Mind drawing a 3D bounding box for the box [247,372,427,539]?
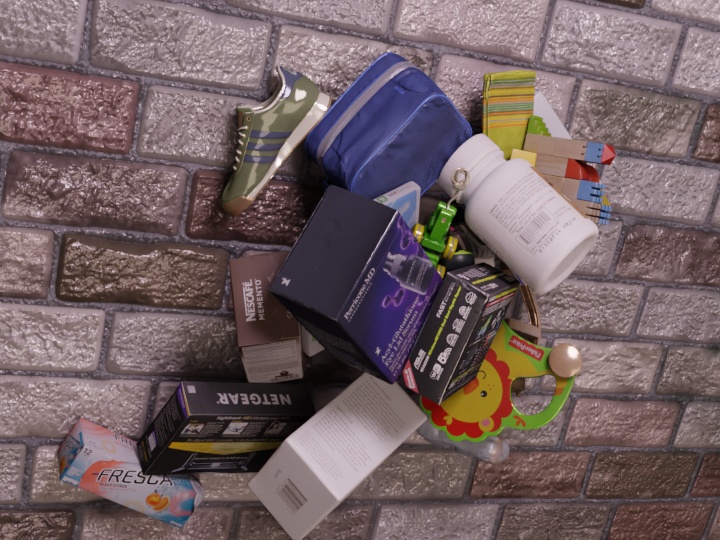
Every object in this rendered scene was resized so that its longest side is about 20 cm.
[{"bbox_3d":[-0.031,0.245,1.469,0.199,0.106,0.153,-36,169,-42],"label":"box"}]

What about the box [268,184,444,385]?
[{"bbox_3d":[0.002,0.020,1.285,0.149,0.103,0.200,-60,148,-13],"label":"box"}]

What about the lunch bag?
[{"bbox_3d":[0.026,-0.168,1.407,0.200,0.132,0.136,-45,143,2],"label":"lunch bag"}]

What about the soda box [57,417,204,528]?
[{"bbox_3d":[-0.315,0.280,1.492,0.199,0.069,0.064,30,104,-30],"label":"soda box"}]

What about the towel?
[{"bbox_3d":[0.204,-0.169,1.480,0.085,0.018,0.204,-10,108,-28],"label":"towel"}]

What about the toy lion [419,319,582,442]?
[{"bbox_3d":[0.186,0.158,1.511,0.198,0.069,0.194,27,87,13],"label":"toy lion"}]

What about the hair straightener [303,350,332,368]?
[{"bbox_3d":[-0.034,0.045,1.504,0.040,0.077,0.203,10,108,-23],"label":"hair straightener"}]

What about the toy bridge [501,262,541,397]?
[{"bbox_3d":[0.235,0.088,1.595,0.066,0.027,0.203,19,65,-31],"label":"toy bridge"}]

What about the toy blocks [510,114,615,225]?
[{"bbox_3d":[0.276,-0.098,1.458,0.099,0.135,0.204,6,97,-48],"label":"toy blocks"}]

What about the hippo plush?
[{"bbox_3d":[0.149,0.185,1.624,0.197,0.159,0.163,20,82,-1],"label":"hippo plush"}]

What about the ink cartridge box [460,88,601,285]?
[{"bbox_3d":[0.234,-0.118,1.546,0.200,0.043,0.197,-48,122,-10],"label":"ink cartridge box"}]

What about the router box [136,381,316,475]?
[{"bbox_3d":[-0.182,0.216,1.472,0.198,0.053,0.158,6,139,-37],"label":"router box"}]

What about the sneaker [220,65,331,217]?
[{"bbox_3d":[-0.132,-0.172,1.384,0.090,0.067,0.201,39,95,-21],"label":"sneaker"}]

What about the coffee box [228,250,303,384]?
[{"bbox_3d":[-0.118,0.065,1.390,0.078,0.200,0.116,-7,70,-4],"label":"coffee box"}]

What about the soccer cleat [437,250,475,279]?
[{"bbox_3d":[0.111,0.040,1.495,0.066,0.082,0.200,-3,154,-23],"label":"soccer cleat"}]

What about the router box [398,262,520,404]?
[{"bbox_3d":[0.130,0.075,1.387,0.062,0.200,0.152,28,102,15],"label":"router box"}]

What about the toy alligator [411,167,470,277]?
[{"bbox_3d":[0.096,-0.048,1.403,0.058,0.054,0.202,20,111,-5],"label":"toy alligator"}]

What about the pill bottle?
[{"bbox_3d":[0.198,-0.077,1.394,0.114,0.200,0.115,-39,161,-16],"label":"pill bottle"}]

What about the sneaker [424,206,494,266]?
[{"bbox_3d":[0.115,-0.051,1.529,0.197,0.074,0.089,5,110,-29],"label":"sneaker"}]

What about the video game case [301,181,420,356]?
[{"bbox_3d":[0.000,0.000,1.403,0.180,0.022,0.202,-28,140,-27],"label":"video game case"}]
